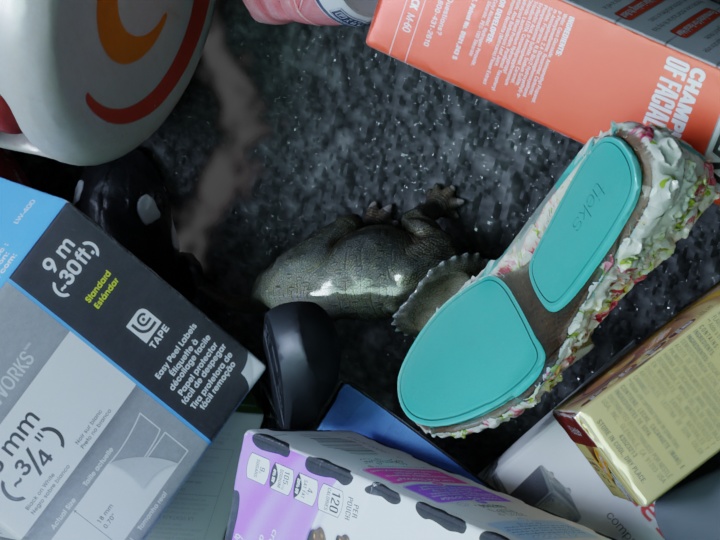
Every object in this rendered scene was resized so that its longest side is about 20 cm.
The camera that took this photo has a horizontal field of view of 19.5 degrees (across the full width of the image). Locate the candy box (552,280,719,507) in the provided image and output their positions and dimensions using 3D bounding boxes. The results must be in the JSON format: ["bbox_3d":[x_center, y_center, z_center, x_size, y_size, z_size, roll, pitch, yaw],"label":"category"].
[{"bbox_3d":[0.184,0.025,0.946,0.200,0.115,0.055,-38,88,-2],"label":"candy box"}]

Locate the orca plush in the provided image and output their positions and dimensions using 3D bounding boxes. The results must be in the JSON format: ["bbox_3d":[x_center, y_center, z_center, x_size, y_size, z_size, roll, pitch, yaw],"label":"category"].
[{"bbox_3d":[-0.153,0.034,1.163,0.105,0.071,0.201,29,114,14],"label":"orca plush"}]

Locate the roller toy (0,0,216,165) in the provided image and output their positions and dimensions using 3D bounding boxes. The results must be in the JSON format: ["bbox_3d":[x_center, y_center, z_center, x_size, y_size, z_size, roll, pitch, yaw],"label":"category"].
[{"bbox_3d":[-0.169,-0.152,1.053,0.139,0.200,0.183,15,113,22],"label":"roller toy"}]

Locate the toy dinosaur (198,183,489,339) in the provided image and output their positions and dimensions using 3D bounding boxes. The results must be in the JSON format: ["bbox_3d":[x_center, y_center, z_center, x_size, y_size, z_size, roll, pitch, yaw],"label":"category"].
[{"bbox_3d":[0.000,0.000,1.071,0.199,0.102,0.077,8,107,20],"label":"toy dinosaur"}]

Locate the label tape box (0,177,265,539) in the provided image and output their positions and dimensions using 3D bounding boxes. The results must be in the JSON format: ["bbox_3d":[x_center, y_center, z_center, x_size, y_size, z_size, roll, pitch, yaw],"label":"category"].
[{"bbox_3d":[-0.168,0.044,1.025,0.200,0.144,0.063,41,163,-17],"label":"label tape box"}]

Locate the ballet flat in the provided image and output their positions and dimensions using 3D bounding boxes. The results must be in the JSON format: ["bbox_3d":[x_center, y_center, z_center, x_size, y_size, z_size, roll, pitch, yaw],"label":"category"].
[{"bbox_3d":[0.093,0.011,0.948,0.200,0.064,0.076,-49,53,38],"label":"ballet flat"}]

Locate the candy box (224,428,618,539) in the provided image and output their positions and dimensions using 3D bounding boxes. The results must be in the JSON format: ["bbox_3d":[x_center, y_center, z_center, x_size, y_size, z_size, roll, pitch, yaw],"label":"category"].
[{"bbox_3d":[0.019,0.178,0.957,0.200,0.071,0.169,17,99,46],"label":"candy box"}]

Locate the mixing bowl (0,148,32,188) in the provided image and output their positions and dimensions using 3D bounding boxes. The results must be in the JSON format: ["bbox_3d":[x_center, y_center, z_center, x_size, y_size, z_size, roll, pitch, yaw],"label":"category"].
[{"bbox_3d":[-0.238,-0.015,1.146,0.200,0.108,0.201,41,148,33],"label":"mixing bowl"}]

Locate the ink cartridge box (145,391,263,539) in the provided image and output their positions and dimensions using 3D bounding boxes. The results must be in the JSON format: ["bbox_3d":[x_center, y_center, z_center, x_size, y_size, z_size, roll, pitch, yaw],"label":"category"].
[{"bbox_3d":[-0.135,0.145,1.150,0.059,0.103,0.201,50,127,56],"label":"ink cartridge box"}]

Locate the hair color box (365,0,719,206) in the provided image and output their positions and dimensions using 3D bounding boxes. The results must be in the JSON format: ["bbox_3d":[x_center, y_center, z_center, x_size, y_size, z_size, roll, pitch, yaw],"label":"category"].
[{"bbox_3d":[0.116,-0.103,0.988,0.199,0.111,0.064,25,114,16],"label":"hair color box"}]

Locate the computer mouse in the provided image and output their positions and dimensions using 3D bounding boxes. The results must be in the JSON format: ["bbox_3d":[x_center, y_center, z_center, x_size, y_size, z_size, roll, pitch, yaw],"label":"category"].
[{"bbox_3d":[-0.031,0.063,1.077,0.034,0.200,0.059,-10,73,-8],"label":"computer mouse"}]

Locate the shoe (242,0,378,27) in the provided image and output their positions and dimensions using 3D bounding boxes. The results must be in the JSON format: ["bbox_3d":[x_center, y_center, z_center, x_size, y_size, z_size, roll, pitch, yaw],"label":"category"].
[{"bbox_3d":[-0.014,-0.219,1.034,0.091,0.071,0.201,4,87,51],"label":"shoe"}]

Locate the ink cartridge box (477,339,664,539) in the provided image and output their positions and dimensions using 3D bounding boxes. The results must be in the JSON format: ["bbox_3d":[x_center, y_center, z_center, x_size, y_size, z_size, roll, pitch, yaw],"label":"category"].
[{"bbox_3d":[0.112,0.156,1.075,0.146,0.085,0.200,48,115,5],"label":"ink cartridge box"}]

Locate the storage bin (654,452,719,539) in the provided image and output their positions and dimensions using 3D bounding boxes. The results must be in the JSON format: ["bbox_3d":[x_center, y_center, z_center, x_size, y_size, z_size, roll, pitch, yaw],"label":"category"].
[{"bbox_3d":[0.235,0.101,0.955,0.134,0.200,0.146,-27,93,38],"label":"storage bin"}]

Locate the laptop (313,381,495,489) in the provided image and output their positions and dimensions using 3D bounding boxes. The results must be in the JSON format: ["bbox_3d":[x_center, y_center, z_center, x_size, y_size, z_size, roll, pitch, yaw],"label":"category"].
[{"bbox_3d":[0.011,0.197,1.023,0.115,0.200,0.188,21,116,-19],"label":"laptop"}]
